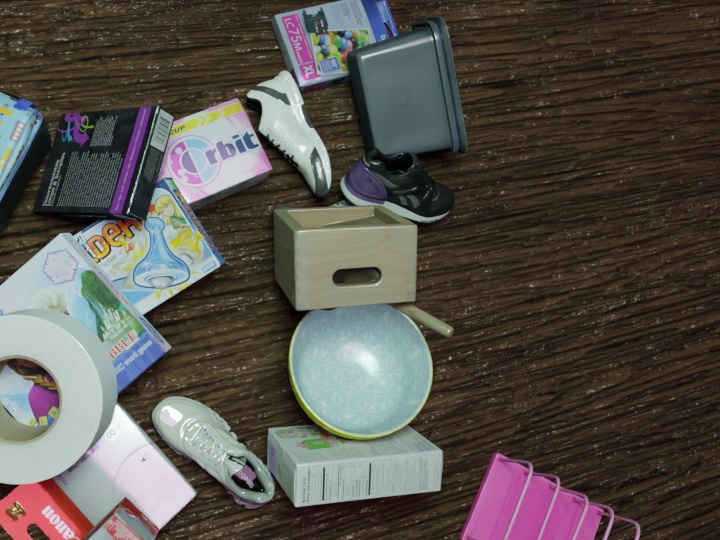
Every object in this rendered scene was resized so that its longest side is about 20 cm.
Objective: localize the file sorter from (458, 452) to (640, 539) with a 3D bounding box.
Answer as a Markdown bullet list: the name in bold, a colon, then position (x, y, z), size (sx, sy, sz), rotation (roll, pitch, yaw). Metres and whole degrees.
- **file sorter**: position (0.275, 0.373, 1.132), size (0.200, 0.125, 0.139), rotation (30, 74, -10)

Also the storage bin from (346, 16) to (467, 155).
- **storage bin**: position (0.061, -0.262, 1.174), size (0.134, 0.146, 0.200), rotation (-15, 110, -9)

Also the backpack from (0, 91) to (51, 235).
- **backpack**: position (-0.518, -0.161, 0.985), size (0.200, 0.135, 0.183), rotation (25, 73, -8)

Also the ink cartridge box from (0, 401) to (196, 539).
- **ink cartridge box**: position (-0.337, 0.294, 1.002), size (0.200, 0.057, 0.163), rotation (-42, 94, -24)

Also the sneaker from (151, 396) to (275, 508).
- **sneaker**: position (-0.189, 0.238, 1.040), size (0.200, 0.081, 0.075), rotation (40, 74, -5)

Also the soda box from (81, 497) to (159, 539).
- **soda box**: position (-0.341, 0.375, 0.953), size (0.200, 0.070, 0.063), rotation (-44, 95, -4)

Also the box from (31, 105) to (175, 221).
- **box**: position (-0.334, -0.136, 1.014), size (0.036, 0.200, 0.143), rotation (29, 70, -54)

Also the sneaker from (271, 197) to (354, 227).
- **sneaker**: position (-0.033, -0.072, 1.156), size (0.199, 0.074, 0.081), rotation (9, 65, -19)

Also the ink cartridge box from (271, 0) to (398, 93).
- **ink cartridge box**: position (-0.025, -0.355, 1.218), size (0.200, 0.042, 0.120), rotation (-19, 86, -21)

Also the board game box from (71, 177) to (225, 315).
- **board game box**: position (-0.297, -0.013, 1.030), size (0.200, 0.034, 0.136), rotation (-32, 94, 6)

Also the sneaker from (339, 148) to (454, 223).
- **sneaker**: position (0.075, -0.127, 1.152), size (0.200, 0.088, 0.076), rotation (4, 51, -37)

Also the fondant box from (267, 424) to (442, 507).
- **fondant box**: position (-0.011, 0.250, 1.047), size (0.199, 0.144, 0.058), rotation (1, 97, -21)

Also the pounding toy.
- **pounding toy**: position (0.000, 0.000, 1.031), size (0.199, 0.184, 0.143), rotation (-3, 105, -15)

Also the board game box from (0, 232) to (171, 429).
- **board game box**: position (-0.382, 0.091, 0.997), size (0.200, 0.041, 0.200), rotation (-42, 94, -1)

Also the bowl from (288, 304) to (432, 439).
- **bowl**: position (-0.011, 0.144, 1.086), size (0.200, 0.108, 0.201), rotation (7, 62, -13)

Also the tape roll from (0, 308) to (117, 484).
- **tape roll**: position (-0.400, 0.148, 0.942), size (0.202, 0.071, 0.203), rotation (0, 94, -2)

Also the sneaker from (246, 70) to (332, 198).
- **sneaker**: position (-0.103, -0.190, 1.152), size (0.080, 0.074, 0.200), rotation (-23, 79, -15)

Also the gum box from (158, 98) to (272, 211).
- **gum box**: position (-0.230, -0.151, 1.103), size (0.200, 0.066, 0.114), rotation (-26, 89, -19)
